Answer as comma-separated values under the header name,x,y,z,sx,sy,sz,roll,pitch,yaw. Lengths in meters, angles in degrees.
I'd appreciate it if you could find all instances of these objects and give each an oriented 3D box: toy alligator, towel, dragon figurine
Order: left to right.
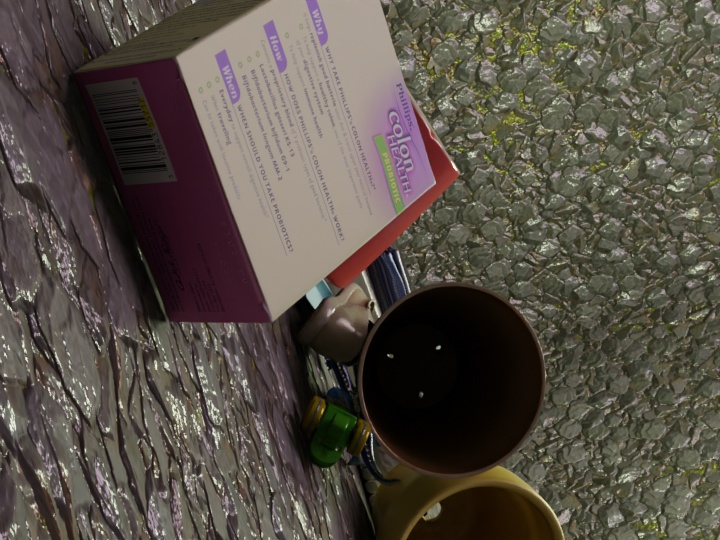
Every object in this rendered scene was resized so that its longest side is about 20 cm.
name,x,y,z,sx,sy,sz,roll,pitch,yaw
toy alligator,-0.029,0.153,1.441,0.055,0.059,0.200,-63,-178,-1
dragon figurine,-0.002,0.153,1.675,0.201,0.058,0.100,-100,171,-62
towel,0.000,0.000,1.978,0.200,0.024,0.146,32,-32,48

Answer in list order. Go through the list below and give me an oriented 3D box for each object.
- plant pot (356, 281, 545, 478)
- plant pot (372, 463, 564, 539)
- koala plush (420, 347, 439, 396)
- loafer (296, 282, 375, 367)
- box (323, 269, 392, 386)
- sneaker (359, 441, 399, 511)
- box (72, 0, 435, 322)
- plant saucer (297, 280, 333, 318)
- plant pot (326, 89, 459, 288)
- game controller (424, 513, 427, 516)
name,x,y,z,sx,sy,sz,roll,pitch,yaw
plant pot,0.076,0.105,1.568,0.200,0.185,0.188,180,-108,-83
plant pot,0.099,0.289,1.674,0.189,0.199,0.203,-139,-152,-70
koala plush,0.168,0.200,3.035,0.201,0.183,0.178,62,0,20
loafer,-0.017,0.065,1.651,0.068,0.076,0.200,41,13,5
box,-0.003,0.067,1.932,0.083,0.068,0.201,-100,172,-55
sneaker,0.061,0.234,1.791,0.075,0.114,0.202,-81,153,-80
box,-0.062,-0.091,1.008,0.200,0.096,0.177,-40,119,-43
plant saucer,-0.053,0.030,1.752,0.200,0.019,0.071,58,21,-68
plant pot,-0.004,-0.111,1.629,0.201,0.176,0.200,56,5,-8
game controller,0.051,0.241,2.119,0.105,0.042,0.201,68,6,-49
